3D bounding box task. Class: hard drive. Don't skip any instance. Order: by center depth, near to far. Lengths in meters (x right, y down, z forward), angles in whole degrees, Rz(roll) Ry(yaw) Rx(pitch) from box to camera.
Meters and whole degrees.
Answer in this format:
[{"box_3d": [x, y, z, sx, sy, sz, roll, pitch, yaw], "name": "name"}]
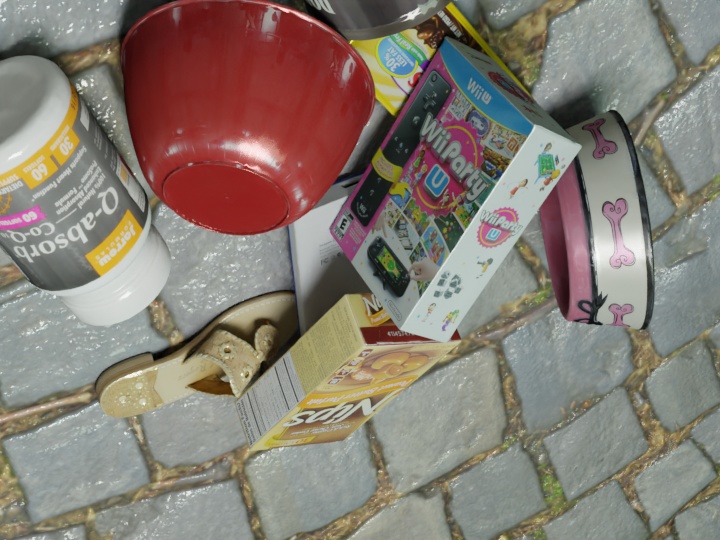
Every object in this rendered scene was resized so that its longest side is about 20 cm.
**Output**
[{"box_3d": [0.000, 0.000, 1.261, 0.131, 0.025, 0.202, -22, 134, -20], "name": "hard drive"}]

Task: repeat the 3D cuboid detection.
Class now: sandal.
[{"box_3d": [-0.134, 0.096, 1.243, 0.210, 0.070, 0.078, -23, 134, -11], "name": "sandal"}]

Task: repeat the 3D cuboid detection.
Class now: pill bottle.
[{"box_3d": [-0.228, -0.054, 1.034, 0.116, 0.117, 0.201, -31, 135, -2], "name": "pill bottle"}]

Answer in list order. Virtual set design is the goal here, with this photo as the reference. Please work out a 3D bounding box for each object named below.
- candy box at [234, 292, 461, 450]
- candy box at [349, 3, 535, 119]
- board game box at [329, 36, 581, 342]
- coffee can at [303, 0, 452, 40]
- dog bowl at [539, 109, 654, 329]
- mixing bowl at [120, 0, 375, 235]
[{"box_3d": [-0.014, 0.092, 1.226, 0.114, 0.056, 0.200, 0, 148, -39], "name": "candy box"}, {"box_3d": [0.065, -0.167, 1.167, 0.102, 0.027, 0.200, -41, 134, 10], "name": "candy box"}, {"box_3d": [0.072, -0.067, 1.127, 0.064, 0.148, 0.201, 16, 115, -40], "name": "board game box"}, {"box_3d": [-0.013, -0.283, 0.942, 0.146, 0.147, 0.201, -33, 134, 0], "name": "coffee can"}, {"box_3d": [0.210, -0.041, 1.243, 0.073, 0.201, 0.202, -8, 133, 0], "name": "dog bowl"}, {"box_3d": [-0.091, -0.097, 1.013, 0.197, 0.110, 0.201, 5, 150, 3], "name": "mixing bowl"}]
